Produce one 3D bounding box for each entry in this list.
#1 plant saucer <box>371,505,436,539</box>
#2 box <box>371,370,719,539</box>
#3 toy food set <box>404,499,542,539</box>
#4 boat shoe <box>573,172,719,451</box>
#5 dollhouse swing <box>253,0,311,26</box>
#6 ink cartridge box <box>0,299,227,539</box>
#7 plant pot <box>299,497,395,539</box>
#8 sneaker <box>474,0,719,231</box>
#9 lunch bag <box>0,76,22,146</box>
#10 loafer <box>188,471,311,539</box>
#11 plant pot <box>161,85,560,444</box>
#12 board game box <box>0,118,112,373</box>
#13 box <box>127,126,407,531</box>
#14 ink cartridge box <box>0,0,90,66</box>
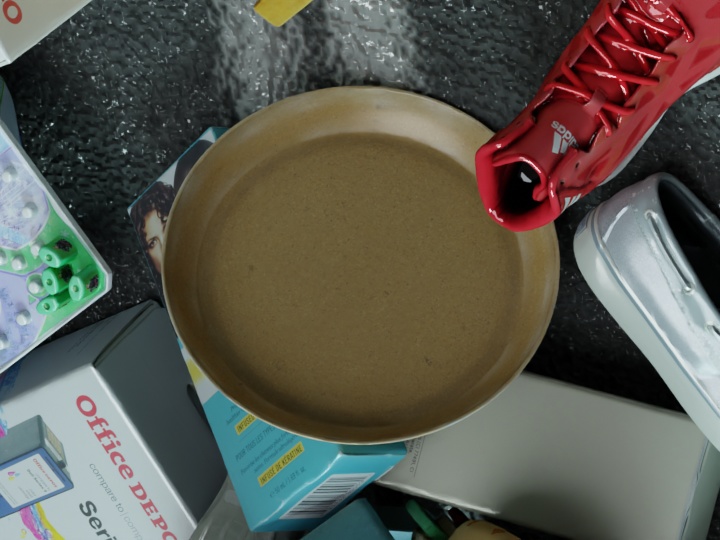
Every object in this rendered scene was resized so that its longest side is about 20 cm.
[{"bbox_3d":[-0.048,0.168,1.660,0.200,0.070,0.019,-24,70,34],"label":"plant saucer"},{"bbox_3d":[0.086,0.093,1.523,0.200,0.068,0.082,16,87,19],"label":"box"},{"bbox_3d":[0.108,0.179,1.509,0.200,0.198,0.049,32,90,-18],"label":"toy food set"},{"bbox_3d":[0.193,0.036,1.454,0.201,0.070,0.072,48,131,-2],"label":"boat shoe"},{"bbox_3d":[-0.046,-0.262,1.357,0.200,0.176,0.182,36,149,-14],"label":"dollhouse swing"},{"bbox_3d":[-0.167,0.122,1.675,0.200,0.088,0.145,-23,106,32],"label":"ink cartridge box"},{"bbox_3d":[0.011,0.253,1.486,0.200,0.141,0.141,50,167,27],"label":"plant pot"},{"bbox_3d":[0.124,-0.089,1.386,0.078,0.116,0.200,33,127,6],"label":"sneaker"},{"bbox_3d":[-0.283,-0.049,1.642,0.200,0.076,0.160,-1,115,26],"label":"lunch bag"},{"bbox_3d":[-0.047,0.137,1.578,0.070,0.070,0.200,20,89,45],"label":"loafer"},{"bbox_3d":[0.000,0.000,1.470,0.200,0.200,0.027,25,156,12],"label":"plant pot"},{"bbox_3d":[-0.262,-0.020,1.582,0.200,0.026,0.200,-36,90,29],"label":"board game box"},{"bbox_3d":[-0.051,0.030,1.520,0.082,0.049,0.200,-42,60,36],"label":"box"},{"bbox_3d":[-0.195,-0.175,1.431,0.125,0.200,0.129,-16,110,46],"label":"ink cartridge box"}]
